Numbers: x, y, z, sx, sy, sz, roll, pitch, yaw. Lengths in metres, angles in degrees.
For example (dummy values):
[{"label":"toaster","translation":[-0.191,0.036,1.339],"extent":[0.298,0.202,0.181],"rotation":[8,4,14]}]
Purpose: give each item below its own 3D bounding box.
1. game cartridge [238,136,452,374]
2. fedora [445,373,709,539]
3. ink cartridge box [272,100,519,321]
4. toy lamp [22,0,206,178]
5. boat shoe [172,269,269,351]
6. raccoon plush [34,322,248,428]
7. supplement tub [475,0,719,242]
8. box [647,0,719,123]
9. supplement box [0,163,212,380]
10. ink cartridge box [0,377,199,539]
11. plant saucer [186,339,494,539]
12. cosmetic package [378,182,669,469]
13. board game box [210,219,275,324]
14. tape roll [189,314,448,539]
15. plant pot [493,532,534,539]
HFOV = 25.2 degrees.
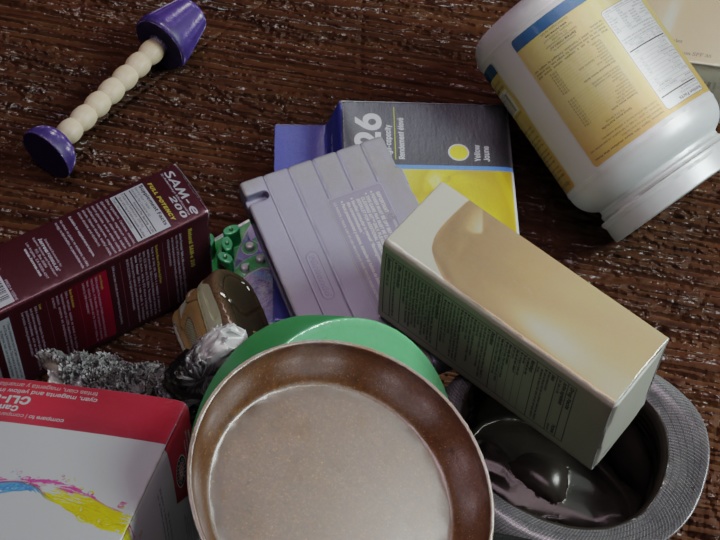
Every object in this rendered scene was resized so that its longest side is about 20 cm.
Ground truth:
[{"label":"game cartridge","translation":[0.000,0.000,1.235],"extent":[0.129,0.038,0.201],"rotation":[-17,64,-15]},{"label":"fedora","translation":[0.149,0.146,1.187],"extent":[0.198,0.091,0.178],"rotation":[14,56,8]},{"label":"ink cartridge box","translation":[0.028,-0.051,1.312],"extent":[0.198,0.047,0.199],"rotation":[1,58,-5]},{"label":"toy lamp","translation":[-0.207,-0.164,1.401],"extent":[0.058,0.058,0.200],"rotation":[29,62,17]},{"label":"boat shoe","translation":[-0.089,0.101,1.172],"extent":[0.076,0.071,0.201],"rotation":[-35,56,25]},{"label":"raccoon plush","translation":[-0.151,0.073,1.161],"extent":[0.200,0.097,0.135],"rotation":[-38,48,18]},{"label":"supplement tub","translation":[0.203,-0.140,1.323],"extent":[0.144,0.145,0.201],"rotation":[-33,85,-22]},{"label":"box","translation":[0.291,-0.238,1.457],"extent":[0.094,0.078,0.201],"rotation":[6,56,2]},{"label":"supplement box","translation":[-0.214,0.008,1.254],"extent":[0.199,0.109,0.061],"rotation":[-26,60,-20]},{"label":"ink cartridge box","translation":[-0.198,0.193,1.019],"extent":[0.143,0.146,0.201],"rotation":[7,37,11]},{"label":"plant saucer","translation":[-0.014,0.139,0.992],"extent":[0.198,0.035,0.202],"rotation":[11,58,-17]},{"label":"cosmetic package","translation":[0.110,0.039,1.138],"extent":[0.199,0.106,0.071],"rotation":[36,63,17]},{"label":"board game box","translation":[-0.001,0.000,1.318],"extent":[0.199,0.026,0.200],"rotation":[-30,63,-21]},{"label":"tape roll","translation":[-0.022,0.131,1.087],"extent":[0.048,0.201,0.201],"rotation":[1,41,51]},{"label":"plant pot","translation":[0.100,0.285,1.043],"extent":[0.198,0.201,0.178],"rotation":[10,44,5]}]
